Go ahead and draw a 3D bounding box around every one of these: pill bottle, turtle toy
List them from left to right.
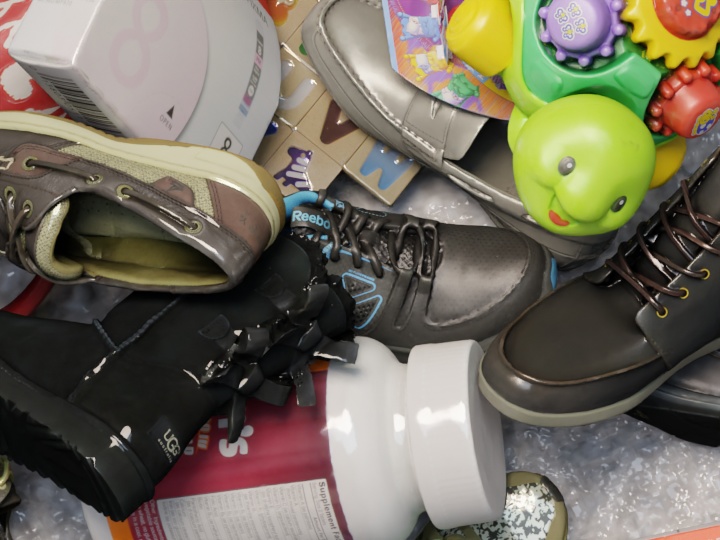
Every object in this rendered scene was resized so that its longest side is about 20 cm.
[{"bbox_3d":[-0.033,0.092,1.243,0.200,0.110,0.110,-9,76,13],"label":"pill bottle"},{"bbox_3d":[0.125,-0.104,1.203,0.146,0.101,0.200,33,69,-22],"label":"turtle toy"}]

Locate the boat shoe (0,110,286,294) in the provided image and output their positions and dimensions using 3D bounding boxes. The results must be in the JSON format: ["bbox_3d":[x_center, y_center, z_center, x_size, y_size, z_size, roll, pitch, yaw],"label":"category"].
[{"bbox_3d":[-0.138,-0.027,1.173,0.200,0.072,0.066,6,39,16],"label":"boat shoe"}]

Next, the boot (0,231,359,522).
[{"bbox_3d":[-0.111,0.028,1.206,0.162,0.073,0.198,-40,45,-25],"label":"boot"}]

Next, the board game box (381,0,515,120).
[{"bbox_3d":[0.088,-0.174,1.286,0.158,0.039,0.200,-3,65,-10],"label":"board game box"}]

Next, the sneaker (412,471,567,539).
[{"bbox_3d":[0.026,0.174,1.246,0.200,0.089,0.077,-40,77,-6],"label":"sneaker"}]

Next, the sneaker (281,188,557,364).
[{"bbox_3d":[0.000,0.000,1.272,0.200,0.082,0.073,-2,54,13],"label":"sneaker"}]

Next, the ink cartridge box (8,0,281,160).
[{"bbox_3d":[-0.080,-0.148,1.228,0.057,0.163,0.200,18,73,33],"label":"ink cartridge box"}]

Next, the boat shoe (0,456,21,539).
[{"bbox_3d":[-0.203,0.129,1.282,0.060,0.072,0.202,-15,82,-2],"label":"boat shoe"}]

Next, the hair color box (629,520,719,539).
[{"bbox_3d":[0.219,0.152,1.233,0.200,0.102,0.061,-12,76,2],"label":"hair color box"}]

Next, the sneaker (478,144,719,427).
[{"bbox_3d":[0.144,-0.002,1.213,0.200,0.106,0.075,-25,53,-26],"label":"sneaker"}]

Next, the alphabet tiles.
[{"bbox_3d":[-0.010,-0.134,1.334,0.166,0.006,0.200,39,70,0],"label":"alphabet tiles"}]

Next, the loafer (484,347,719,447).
[{"bbox_3d":[0.160,0.046,1.279,0.200,0.073,0.072,10,73,5],"label":"loafer"}]

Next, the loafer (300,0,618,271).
[{"bbox_3d":[0.056,-0.080,1.294,0.200,0.070,0.070,38,70,-3],"label":"loafer"}]

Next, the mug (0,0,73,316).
[{"bbox_3d":[-0.212,-0.071,1.291,0.200,0.178,0.134,-32,46,11],"label":"mug"}]
